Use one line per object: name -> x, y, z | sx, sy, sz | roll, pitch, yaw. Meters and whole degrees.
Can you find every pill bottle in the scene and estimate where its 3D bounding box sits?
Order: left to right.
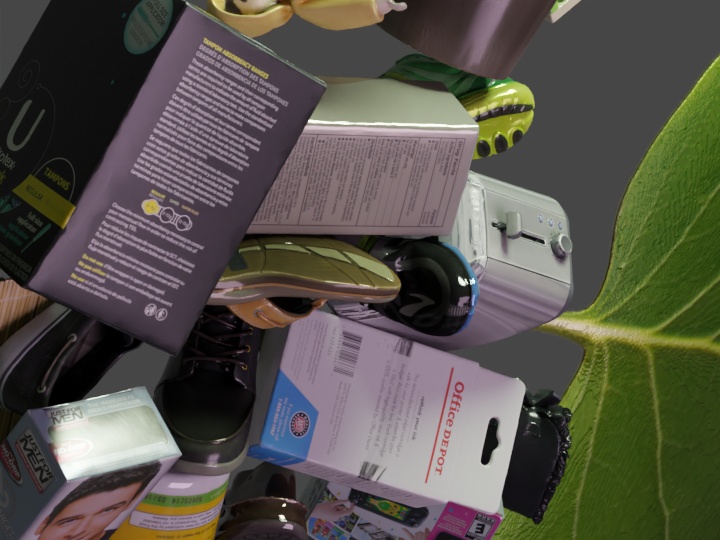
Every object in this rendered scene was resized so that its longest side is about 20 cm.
pill bottle -> -0.169, 0.213, 1.566 | 0.111, 0.111, 0.200 | -8, 120, -45

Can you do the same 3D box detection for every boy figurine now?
boy figurine -> -0.020, -0.222, 1.440 | 0.200, 0.124, 0.064 | -24, 168, 4

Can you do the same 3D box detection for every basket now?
basket -> 0.097, -0.252, 1.527 | 0.180, 0.136, 0.200 | 15, 109, -33

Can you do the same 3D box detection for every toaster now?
toaster -> 0.057, -0.006, 1.632 | 0.129, 0.200, 0.114 | 22, 60, -48

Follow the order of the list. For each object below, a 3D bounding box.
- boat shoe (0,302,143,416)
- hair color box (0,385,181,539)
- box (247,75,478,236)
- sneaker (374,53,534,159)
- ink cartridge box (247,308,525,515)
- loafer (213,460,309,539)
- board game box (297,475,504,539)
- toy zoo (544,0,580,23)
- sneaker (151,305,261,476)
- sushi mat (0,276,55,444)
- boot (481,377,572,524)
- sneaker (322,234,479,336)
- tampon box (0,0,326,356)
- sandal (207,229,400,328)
boat shoe -> -0.172, 0.034, 1.462 | 0.200, 0.057, 0.069 | -45, 146, -27
hair color box -> -0.218, 0.164, 1.451 | 0.099, 0.061, 0.200 | -11, 151, -44
box -> -0.027, -0.082, 1.487 | 0.200, 0.078, 0.095 | 1, 121, -24
sneaker -> 0.031, -0.117, 1.594 | 0.200, 0.084, 0.074 | -7, 124, -24
ink cartridge box -> 0.016, 0.112, 1.629 | 0.200, 0.067, 0.116 | 20, 73, -17
loafer -> -0.081, 0.181, 1.625 | 0.073, 0.200, 0.071 | 5, 83, -10
board game box -> 0.007, 0.240, 1.729 | 0.148, 0.064, 0.200 | 23, 113, -13
toy zoo -> 0.172, -0.309, 1.657 | 0.131, 0.020, 0.200 | -41, 139, -21
sneaker -> -0.106, 0.054, 1.488 | 0.075, 0.200, 0.106 | 9, 120, -5
sushi mat -> -0.243, 0.089, 1.479 | 0.096, 0.012, 0.200 | -7, 120, -46
boot -> 0.082, 0.175, 1.776 | 0.073, 0.162, 0.198 | -85, -169, -75
sneaker -> 0.000, 0.000, 1.530 | 0.083, 0.200, 0.071 | -11, 120, -52
tampon box -> -0.149, -0.078, 1.342 | 0.126, 0.150, 0.200 | 28, 93, -40
sandal -> -0.073, 0.012, 1.452 | 0.200, 0.080, 0.054 | -3, 120, -14
